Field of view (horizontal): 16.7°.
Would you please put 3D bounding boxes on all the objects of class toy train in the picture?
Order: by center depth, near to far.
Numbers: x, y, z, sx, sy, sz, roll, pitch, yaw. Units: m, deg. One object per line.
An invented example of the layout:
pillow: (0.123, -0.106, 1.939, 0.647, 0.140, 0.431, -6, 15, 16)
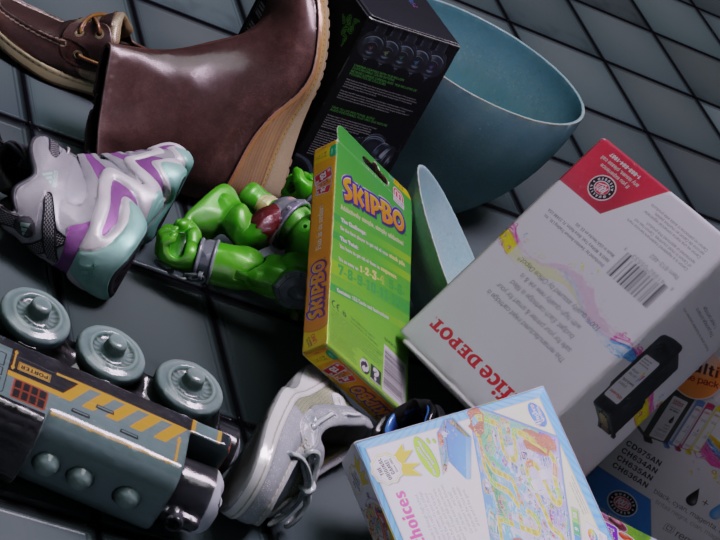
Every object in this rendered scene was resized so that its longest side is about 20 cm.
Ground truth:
toy train: (-0.167, 0.091, 1.477, 0.199, 0.085, 0.114, 26, 36, -14)

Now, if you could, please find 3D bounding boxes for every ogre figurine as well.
ogre figurine: (-0.053, -0.019, 1.798, 0.120, 0.098, 0.200, 28, 7, 24)

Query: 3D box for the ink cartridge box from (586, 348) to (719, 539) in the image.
ink cartridge box: (0.270, 0.108, 1.784, 0.147, 0.201, 0.145, 31, 23, 4)

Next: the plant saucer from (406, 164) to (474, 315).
plant saucer: (0.066, 0.021, 1.838, 0.201, 0.039, 0.202, -21, 90, -80)

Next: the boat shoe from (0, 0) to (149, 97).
boat shoe: (-0.206, -0.178, 1.967, 0.199, 0.072, 0.072, 29, 23, -2)

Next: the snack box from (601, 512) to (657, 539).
snack box: (0.198, 0.248, 1.588, 0.199, 0.068, 0.169, 28, 25, -9)

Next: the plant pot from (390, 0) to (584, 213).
plant pot: (0.073, -0.129, 2.112, 0.199, 0.135, 0.200, 25, 24, -12)

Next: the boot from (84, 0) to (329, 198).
boot: (-0.117, -0.155, 1.886, 0.166, 0.201, 0.072, 14, -2, -28)

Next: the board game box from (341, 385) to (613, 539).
board game box: (0.088, 0.180, 1.479, 0.134, 0.034, 0.201, -14, 68, -22)

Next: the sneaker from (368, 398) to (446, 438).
sneaker: (0.057, 0.125, 1.600, 0.073, 0.112, 0.200, -10, 17, 18)

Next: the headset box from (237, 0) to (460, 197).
headset box: (-0.023, -0.165, 1.993, 0.092, 0.200, 0.174, 14, 28, -32)

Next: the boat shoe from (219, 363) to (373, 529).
boat shoe: (-0.039, 0.117, 1.575, 0.065, 0.075, 0.202, 32, 15, 3)

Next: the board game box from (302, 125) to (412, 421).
board game box: (0.000, 0.000, 1.697, 0.096, 0.030, 0.201, 43, 38, -38)

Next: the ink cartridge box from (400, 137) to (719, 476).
ink cartridge box: (0.150, 0.032, 1.671, 0.146, 0.200, 0.083, 44, -4, 39)

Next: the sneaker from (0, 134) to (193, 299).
sneaker: (-0.203, -0.068, 1.744, 0.139, 0.078, 0.200, 30, 23, -2)
